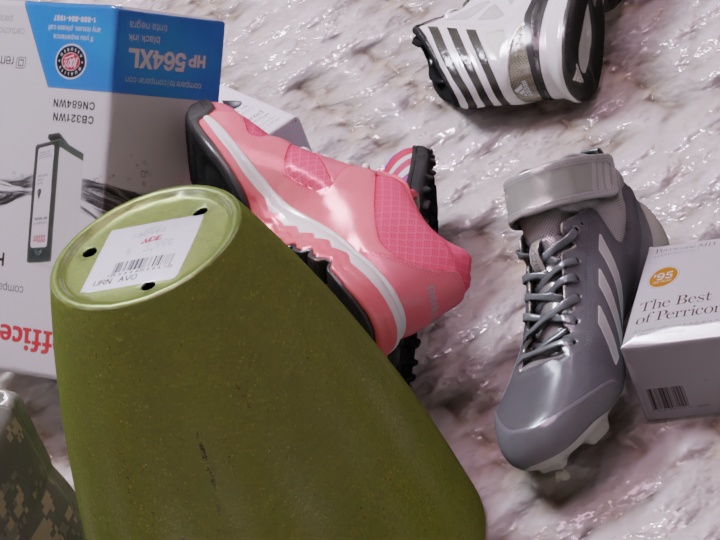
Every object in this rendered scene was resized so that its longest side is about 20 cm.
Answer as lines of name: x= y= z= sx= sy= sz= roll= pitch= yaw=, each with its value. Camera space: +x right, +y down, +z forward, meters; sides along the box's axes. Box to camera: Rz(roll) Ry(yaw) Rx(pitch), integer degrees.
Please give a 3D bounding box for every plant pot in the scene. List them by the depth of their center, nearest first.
plant pot: x=-0.061 y=0.067 z=1.347 sx=0.187 sy=0.200 sz=0.187 roll=-16 pitch=32 yaw=10

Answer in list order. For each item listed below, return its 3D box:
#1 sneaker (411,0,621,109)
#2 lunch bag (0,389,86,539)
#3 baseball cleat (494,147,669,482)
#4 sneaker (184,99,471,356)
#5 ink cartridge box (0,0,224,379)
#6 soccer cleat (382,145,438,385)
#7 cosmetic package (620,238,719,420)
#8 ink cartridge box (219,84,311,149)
sneaker: x=0.090 y=-0.167 z=1.729 sx=0.115 sy=0.076 sz=0.201 roll=-7 pitch=37 yaw=22
lunch bag: x=-0.254 y=0.154 z=1.426 sx=0.200 sy=0.118 sz=0.164 roll=-10 pitch=33 yaw=32
baseball cleat: x=0.092 y=0.012 z=1.424 sx=0.070 sy=0.106 sz=0.200 roll=-22 pitch=23 yaw=29
sneaker: x=-0.017 y=-0.026 z=1.481 sx=0.087 sy=0.074 sz=0.200 roll=-24 pitch=46 yaw=-24
ink cartridge box: x=-0.158 y=-0.042 z=1.573 sx=0.146 sy=0.200 sz=0.084 roll=6 pitch=2 yaw=42
soccer cleat: x=0.000 y=0.000 z=1.532 sx=0.073 sy=0.068 sz=0.200 roll=2 pitch=40 yaw=10
cosmetic package: x=0.229 y=0.017 z=1.380 sx=0.200 sy=0.051 sz=0.083 roll=-8 pitch=33 yaw=23
ink cartridge box: x=-0.122 y=-0.058 z=1.708 sx=0.116 sy=0.068 sz=0.200 roll=-36 pitch=33 yaw=-21
